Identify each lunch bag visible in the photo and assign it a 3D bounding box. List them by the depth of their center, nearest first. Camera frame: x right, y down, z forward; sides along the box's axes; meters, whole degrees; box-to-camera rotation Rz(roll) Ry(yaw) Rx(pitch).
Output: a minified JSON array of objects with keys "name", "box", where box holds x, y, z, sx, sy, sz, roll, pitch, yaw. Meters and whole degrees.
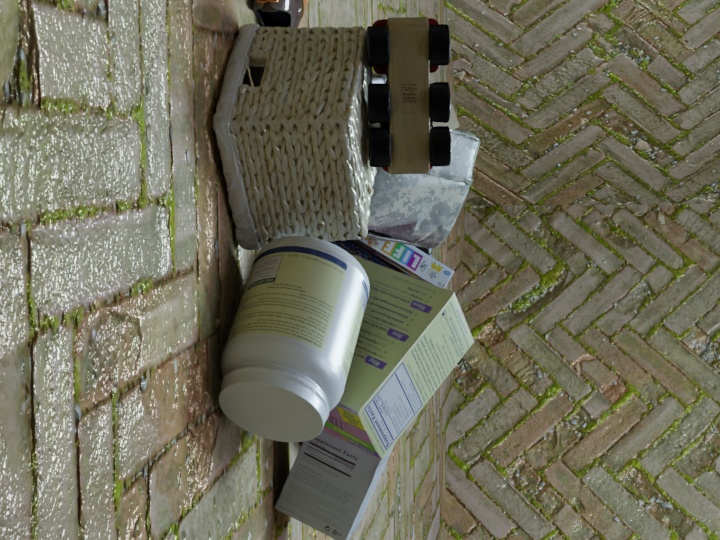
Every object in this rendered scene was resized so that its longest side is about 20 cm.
[{"name":"lunch bag","box":[0.045,-0.121,1.688,0.198,0.139,0.170,9,93,-41]}]

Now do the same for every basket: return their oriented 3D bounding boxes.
[{"name":"basket","box":[-0.068,-0.157,1.479,0.200,0.159,0.201,-81,168,-45]}]

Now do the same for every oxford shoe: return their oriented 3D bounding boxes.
[{"name":"oxford shoe","box":[-0.103,-0.359,1.536,0.201,0.070,0.074,76,22,-55]}]

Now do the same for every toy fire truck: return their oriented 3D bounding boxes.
[{"name":"toy fire truck","box":[0.068,-0.212,1.513,0.200,0.127,0.178,-110,-162,-81]}]

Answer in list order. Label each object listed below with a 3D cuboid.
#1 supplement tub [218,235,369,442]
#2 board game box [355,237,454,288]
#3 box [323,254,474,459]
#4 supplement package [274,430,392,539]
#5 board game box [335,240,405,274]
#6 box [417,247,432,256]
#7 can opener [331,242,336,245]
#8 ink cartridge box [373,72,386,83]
[{"name":"supplement tub","box":[-0.077,0.078,1.434,0.146,0.143,0.202,77,23,-51]},{"name":"board game box","box":[0.028,-0.043,1.837,0.034,0.199,0.134,-60,-157,-1]},{"name":"box","box":[0.008,0.103,1.551,0.200,0.175,0.097,-49,136,-24]},{"name":"supplement package","box":[-0.019,0.245,1.698,0.114,0.109,0.202,-3,117,-81]},{"name":"board game box","box":[0.000,0.000,1.815,0.199,0.019,0.104,31,32,-35]},{"name":"box","box":[0.037,-0.076,2.079,0.044,0.158,0.202,-69,158,-62]},{"name":"can opener","box":[-0.060,-0.036,1.589,0.079,0.063,0.201,92,-25,-54]},{"name":"ink cartridge box","box":[0.000,-0.202,1.780,0.198,0.083,0.147,-15,108,-37]}]
